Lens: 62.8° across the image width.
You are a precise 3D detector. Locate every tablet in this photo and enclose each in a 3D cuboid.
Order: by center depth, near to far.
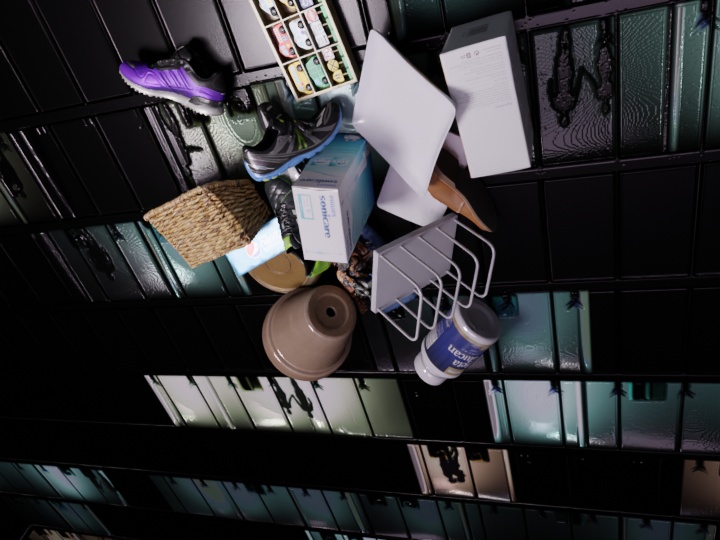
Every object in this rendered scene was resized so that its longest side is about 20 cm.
[{"bbox_3d":[0.115,-0.173,1.081,0.128,0.014,0.202,22,130,1],"label":"tablet"}]

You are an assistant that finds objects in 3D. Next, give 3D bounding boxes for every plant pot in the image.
[{"bbox_3d":[-0.087,0.113,1.223,0.199,0.202,0.175,33,148,-9],"label":"plant pot"},{"bbox_3d":[-0.179,-0.024,1.289,0.197,0.028,0.202,10,130,12],"label":"plant pot"}]

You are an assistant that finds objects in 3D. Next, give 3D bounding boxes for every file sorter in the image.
[{"bbox_3d":[0.134,0.013,1.076,0.124,0.198,0.140,39,142,36],"label":"file sorter"}]

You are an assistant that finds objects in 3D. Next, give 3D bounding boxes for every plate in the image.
[{"bbox_3d":[0.070,-0.251,0.950,0.200,0.032,0.201,50,152,20],"label":"plate"}]

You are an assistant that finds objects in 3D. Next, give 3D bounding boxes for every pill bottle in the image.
[{"bbox_3d":[0.197,0.157,1.248,0.110,0.112,0.201,30,131,-6],"label":"pill bottle"}]

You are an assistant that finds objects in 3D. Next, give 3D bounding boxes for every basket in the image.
[{"bbox_3d":[-0.296,-0.121,1.173,0.198,0.144,0.150,-18,123,36],"label":"basket"}]

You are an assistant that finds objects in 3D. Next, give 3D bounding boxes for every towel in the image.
[{"bbox_3d":[0.030,-0.009,1.216,0.111,0.049,0.201,-25,115,33],"label":"towel"}]

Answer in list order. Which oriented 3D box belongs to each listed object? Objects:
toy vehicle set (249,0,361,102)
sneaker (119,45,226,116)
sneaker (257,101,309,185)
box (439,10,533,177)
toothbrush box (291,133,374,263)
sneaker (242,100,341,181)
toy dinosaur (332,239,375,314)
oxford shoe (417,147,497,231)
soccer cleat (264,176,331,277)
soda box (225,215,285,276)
[{"bbox_3d":[-0.093,-0.391,0.970,0.122,0.027,0.202,-11,123,26],"label":"toy vehicle set"},{"bbox_3d":[-0.330,-0.358,1.056,0.197,0.070,0.101,19,124,-2],"label":"sneaker"},{"bbox_3d":[-0.147,-0.214,1.100,0.078,0.074,0.202,-5,125,28],"label":"sneaker"},{"bbox_3d":[0.200,-0.267,0.905,0.096,0.125,0.202,-7,124,24],"label":"box"},{"bbox_3d":[-0.041,-0.132,1.043,0.084,0.201,0.148,5,130,14],"label":"toothbrush box"},{"bbox_3d":[-0.114,-0.232,1.008,0.198,0.071,0.083,-36,124,-12],"label":"sneaker"},{"bbox_3d":[0.000,0.000,1.157,0.134,0.103,0.201,22,158,31],"label":"toy dinosaur"},{"bbox_3d":[0.173,-0.136,1.053,0.199,0.072,0.071,41,141,-25],"label":"oxford shoe"},{"bbox_3d":[-0.122,-0.082,1.093,0.067,0.081,0.202,-26,100,44],"label":"soccer cleat"},{"bbox_3d":[-0.179,-0.068,1.198,0.198,0.064,0.068,-28,103,20],"label":"soda box"}]
